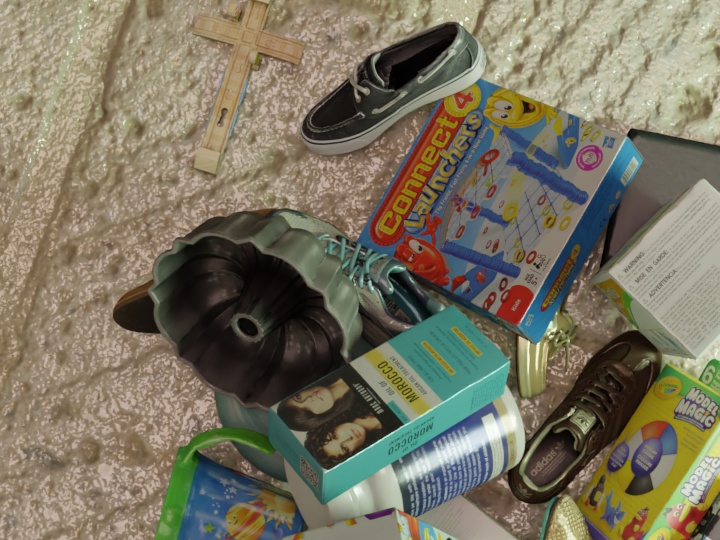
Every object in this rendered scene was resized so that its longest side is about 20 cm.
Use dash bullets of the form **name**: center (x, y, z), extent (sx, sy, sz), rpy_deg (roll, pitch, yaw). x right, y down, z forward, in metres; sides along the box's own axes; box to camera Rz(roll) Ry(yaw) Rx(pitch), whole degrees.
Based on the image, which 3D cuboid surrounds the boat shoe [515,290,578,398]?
- **boat shoe**: center (0.184, 0.024, 1.237), extent (0.062, 0.073, 0.201), rpy_deg (8, 83, 7)

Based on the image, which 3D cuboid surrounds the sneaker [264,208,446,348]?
- **sneaker**: center (0.000, 0.000, 1.205), extent (0.200, 0.086, 0.078), rpy_deg (35, 62, -9)

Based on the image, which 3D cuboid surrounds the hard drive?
- **hard drive**: center (0.341, -0.049, 1.255), extent (0.199, 0.033, 0.140), rpy_deg (12, 85, 5)

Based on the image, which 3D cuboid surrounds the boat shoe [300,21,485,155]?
- **boat shoe**: center (0.020, -0.177, 1.249), extent (0.200, 0.068, 0.072), rpy_deg (-22, 61, 21)

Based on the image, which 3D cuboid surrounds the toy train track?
- **toy train track**: center (-0.126, -0.195, 1.303), extent (0.114, 0.033, 0.201), rpy_deg (17, 86, 6)

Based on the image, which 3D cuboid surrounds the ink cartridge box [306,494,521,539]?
- **ink cartridge box**: center (0.055, 0.270, 1.232), extent (0.200, 0.048, 0.146), rpy_deg (35, 86, 30)

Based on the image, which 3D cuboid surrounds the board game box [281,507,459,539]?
- **board game box**: center (0.026, 0.276, 1.101), extent (0.105, 0.200, 0.103), rpy_deg (-18, 65, 15)

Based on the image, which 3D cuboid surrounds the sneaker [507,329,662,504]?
- **sneaker**: center (0.216, 0.140, 1.220), extent (0.070, 0.076, 0.200), rpy_deg (38, 88, 7)

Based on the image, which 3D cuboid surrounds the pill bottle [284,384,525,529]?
- **pill bottle**: center (0.039, 0.164, 1.178), extent (0.200, 0.116, 0.116), rpy_deg (-23, 82, -23)

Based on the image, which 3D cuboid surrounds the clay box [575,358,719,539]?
- **clay box**: center (0.279, 0.170, 1.180), extent (0.048, 0.115, 0.200), rpy_deg (30, 93, -22)

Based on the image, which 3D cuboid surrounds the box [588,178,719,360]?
- **box**: center (0.278, 0.003, 1.137), extent (0.101, 0.200, 0.113), rpy_deg (45, 93, 6)

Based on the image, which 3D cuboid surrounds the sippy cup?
- **sippy cup**: center (-0.123, 0.243, 1.209), extent (0.130, 0.178, 0.140), rpy_deg (14, 50, -5)

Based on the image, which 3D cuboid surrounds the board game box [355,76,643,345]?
- **board game box**: center (0.127, -0.064, 1.219), extent (0.196, 0.056, 0.200), rpy_deg (27, 85, 33)

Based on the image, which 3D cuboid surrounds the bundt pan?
- **bundt pan**: center (-0.086, 0.030, 1.173), extent (0.201, 0.202, 0.076), rpy_deg (28, 44, 7)

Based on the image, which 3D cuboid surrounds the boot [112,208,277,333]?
- **boot**: center (-0.149, 0.002, 1.276), extent (0.199, 0.074, 0.076), rpy_deg (-20, 56, 3)

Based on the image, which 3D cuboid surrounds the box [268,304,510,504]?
- **box**: center (0.025, 0.111, 1.114), extent (0.200, 0.049, 0.082), rpy_deg (-28, 55, -26)

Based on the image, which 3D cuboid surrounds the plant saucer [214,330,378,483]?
- **plant saucer**: center (-0.046, 0.106, 1.256), extent (0.199, 0.036, 0.201), rpy_deg (-1, 81, 6)

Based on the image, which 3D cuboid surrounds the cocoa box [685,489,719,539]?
- **cocoa box**: center (0.371, 0.293, 1.162), extent (0.200, 0.133, 0.131), rpy_deg (34, 87, 6)

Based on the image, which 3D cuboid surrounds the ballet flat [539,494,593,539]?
- **ballet flat**: center (0.193, 0.298, 1.179), extent (0.065, 0.070, 0.201), rpy_deg (16, 116, 33)
